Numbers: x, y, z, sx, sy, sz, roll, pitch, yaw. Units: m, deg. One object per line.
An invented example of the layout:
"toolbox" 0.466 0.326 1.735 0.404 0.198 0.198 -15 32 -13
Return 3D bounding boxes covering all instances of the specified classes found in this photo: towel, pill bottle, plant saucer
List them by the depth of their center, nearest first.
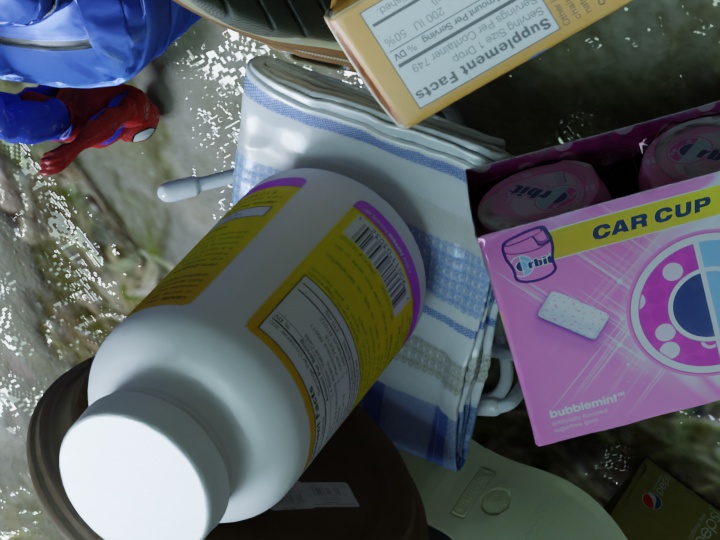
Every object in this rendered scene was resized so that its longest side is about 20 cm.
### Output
"pill bottle" -0.053 0.042 1.168 0.104 0.200 0.105 14 124 21
"plant saucer" -0.057 0.095 1.223 0.200 0.200 0.030 30 121 9
"towel" 0.000 0.000 1.263 0.146 0.024 0.201 22 131 16

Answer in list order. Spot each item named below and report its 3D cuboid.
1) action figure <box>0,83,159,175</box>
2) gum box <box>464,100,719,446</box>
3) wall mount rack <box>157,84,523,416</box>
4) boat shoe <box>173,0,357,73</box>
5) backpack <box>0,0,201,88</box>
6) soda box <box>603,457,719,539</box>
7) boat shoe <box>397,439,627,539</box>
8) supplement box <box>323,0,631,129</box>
"action figure" -0.165 -0.074 1.297 0.065 0.200 0.052 13 103 33
"gum box" 0.157 -0.008 1.167 0.199 0.066 0.114 -15 120 4
"wall mount rack" 0.000 0.000 1.324 0.173 0.075 0.201 7 126 31
"boat shoe" -0.022 -0.124 1.197 0.199 0.076 0.074 16 161 -23
"backpack" -0.159 -0.180 1.223 0.162 0.168 0.201 14 134 32
"soda box" 0.123 0.190 1.400 0.068 0.064 0.200 36 134 5
"boat shoe" 0.070 0.137 1.331 0.201 0.074 0.063 29 156 35
"supplement box" 0.084 -0.141 1.110 0.199 0.067 0.069 -27 110 15
